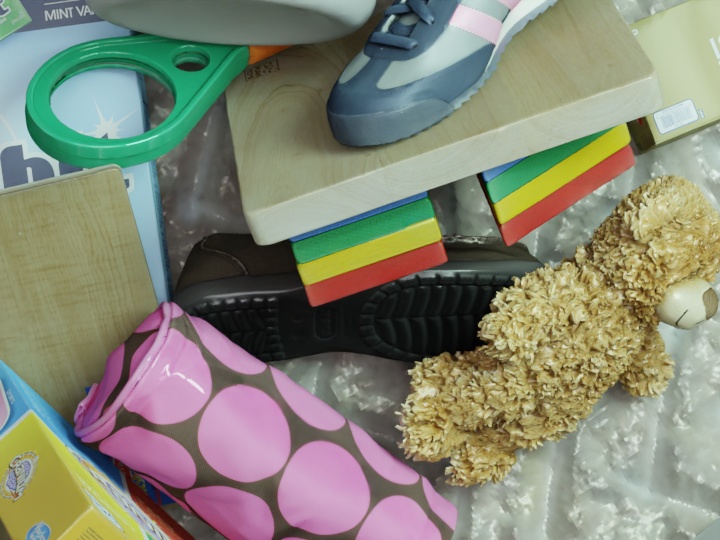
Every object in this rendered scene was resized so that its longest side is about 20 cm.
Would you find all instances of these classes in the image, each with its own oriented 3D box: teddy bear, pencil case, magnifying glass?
[{"bbox_3d":[0.106,0.041,1.235,0.200,0.145,0.067,-31,48,-1],"label":"teddy bear"},{"bbox_3d":[-0.050,0.103,1.229,0.200,0.094,0.091,40,47,-19],"label":"pencil case"},{"bbox_3d":[-0.079,-0.105,1.248,0.200,0.022,0.080,-29,54,-27],"label":"magnifying glass"}]

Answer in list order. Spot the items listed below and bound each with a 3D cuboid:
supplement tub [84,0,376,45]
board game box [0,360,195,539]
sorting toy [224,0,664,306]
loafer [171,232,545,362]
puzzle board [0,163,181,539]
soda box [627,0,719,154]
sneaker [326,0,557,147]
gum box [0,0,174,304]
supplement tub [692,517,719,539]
[{"bbox_3d":[-0.059,-0.218,1.187,0.144,0.145,0.201,3,85,-1],"label":"supplement tub"},{"bbox_3d":[-0.115,0.134,1.172,0.040,0.200,0.153,-45,117,-2],"label":"board game box"},{"bbox_3d":[0.041,-0.068,1.215,0.198,0.200,0.070,-19,115,2],"label":"sorting toy"},{"bbox_3d":[0.000,0.000,1.261,0.199,0.073,0.071,0,49,-11],"label":"loafer"},{"bbox_3d":[-0.170,0.049,1.243,0.150,0.017,0.201,-13,120,-1],"label":"puzzle board"},{"bbox_3d":[0.228,-0.127,1.273,0.199,0.068,0.064,-22,88,-1],"label":"soda box"},{"bbox_3d":[0.043,-0.141,1.167,0.200,0.070,0.082,-48,131,-30],"label":"sneaker"},{"bbox_3d":[-0.190,-0.047,1.277,0.169,0.045,0.201,-7,87,-1],"label":"gum box"},{"bbox_3d":[0.237,0.216,1.224,0.145,0.145,0.200,-41,89,-2],"label":"supplement tub"}]
